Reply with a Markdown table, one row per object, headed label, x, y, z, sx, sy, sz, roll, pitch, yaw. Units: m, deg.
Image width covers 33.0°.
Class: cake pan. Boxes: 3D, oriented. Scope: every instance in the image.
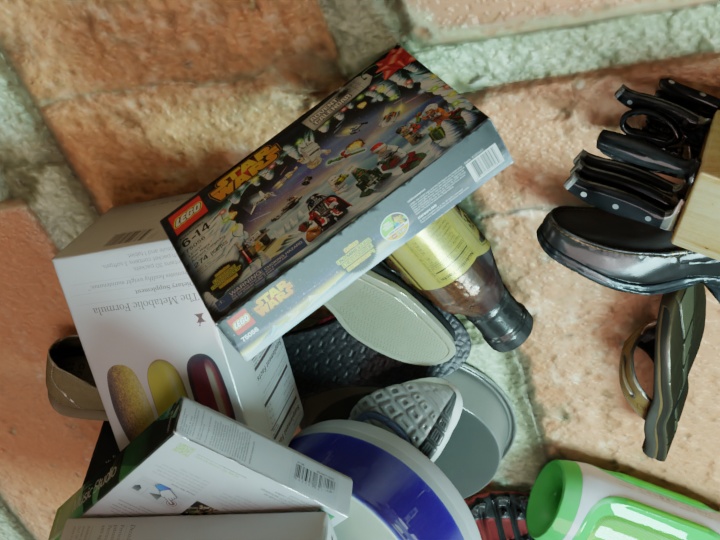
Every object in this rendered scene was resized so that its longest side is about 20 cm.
| label | x | y | z | sx | sy | sz | roll | pitch | yaw |
| --- | --- | --- | --- | --- | --- | --- | --- | --- | --- |
| cake pan | 0.038 | 0.147 | 1.081 | 0.199 | 0.037 | 0.201 | 5 | 136 | 5 |

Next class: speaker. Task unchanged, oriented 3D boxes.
| label | x | y | z | sx | sy | sz | roll | pitch | yaw |
| --- | --- | --- | --- | --- | --- | --- | --- | --- | --- |
| speaker | 0.255 | 0.238 | 1.105 | 0.199 | 0.089 | 0.089 | 21 | 135 | -12 |

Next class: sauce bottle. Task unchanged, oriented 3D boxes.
| label | x | y | z | sx | sy | sz | roll | pitch | yaw |
| --- | --- | --- | --- | --- | --- | --- | --- | --- | --- |
| sauce bottle | 0.060 | -0.013 | 0.894 | 0.066 | 0.066 | 0.200 | -21 | 130 | 28 |

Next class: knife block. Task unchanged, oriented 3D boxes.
| label | x | y | z | sx | sy | sz | roll | pitch | yaw |
| --- | --- | --- | --- | --- | --- | --- | --- | --- | --- |
| knife block | 0.236 | -0.041 | 0.763 | 0.175 | 0.200 | 0.064 | -14 | 141 | -20 |

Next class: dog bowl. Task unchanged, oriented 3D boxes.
| label | x | y | z | sx | sy | sz | roll | pitch | yaw |
| --- | --- | --- | --- | --- | --- | --- | --- | --- | --- |
| dog bowl | -0.007 | 0.223 | 0.953 | 0.199 | 0.079 | 0.201 | 17 | 122 | 29 |

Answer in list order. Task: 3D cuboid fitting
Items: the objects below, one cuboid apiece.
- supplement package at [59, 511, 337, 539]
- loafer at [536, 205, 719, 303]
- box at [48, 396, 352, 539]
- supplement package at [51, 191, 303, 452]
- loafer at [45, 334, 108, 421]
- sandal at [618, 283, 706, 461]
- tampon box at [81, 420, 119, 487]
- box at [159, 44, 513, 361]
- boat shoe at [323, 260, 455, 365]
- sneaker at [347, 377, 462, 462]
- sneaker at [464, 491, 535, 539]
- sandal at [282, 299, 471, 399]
| label | x | y | z | sx | sy | sz | roll | pitch | yaw |
| --- | --- | --- | --- | --- | --- | --- | --- | --- | --- |
| supplement package | -0.110 | 0.250 | 0.850 | 0.199 | 0.118 | 0.117 | -5 | 133 | 13 |
| loafer | 0.224 | -0.026 | 0.856 | 0.199 | 0.073 | 0.073 | 6 | 128 | -11 |
| box | -0.120 | 0.176 | 0.886 | 0.144 | 0.036 | 0.200 | 30 | 131 | -22 |
| supplement package | -0.129 | 0.054 | 0.912 | 0.113 | 0.110 | 0.201 | -9 | 110 | 17 |
| loafer | -0.182 | 0.091 | 1.032 | 0.199 | 0.076 | 0.068 | -3 | 141 | 12 |
| sandal | 0.233 | 0.078 | 0.965 | 0.054 | 0.082 | 0.200 | 19 | 147 | 21 |
| tampon box | -0.171 | 0.228 | 1.081 | 0.149 | 0.201 | 0.127 | 10 | 137 | 0 |
| box | -0.021 | -0.048 | 0.758 | 0.200 | 0.137 | 0.040 | -37 | 126 | -2 |
| boat shoe | 0.000 | 0.000 | 0.909 | 0.200 | 0.068 | 0.072 | 38 | 136 | -21 |
| sneaker | 0.028 | 0.145 | 1.001 | 0.075 | 0.087 | 0.200 | 55 | 135 | 17 |
| sneaker | 0.099 | 0.256 | 1.162 | 0.199 | 0.071 | 0.098 | -8 | 161 | -5 |
| sandal | -0.009 | 0.064 | 0.989 | 0.199 | 0.045 | 0.075 | -12 | 97 | 11 |
